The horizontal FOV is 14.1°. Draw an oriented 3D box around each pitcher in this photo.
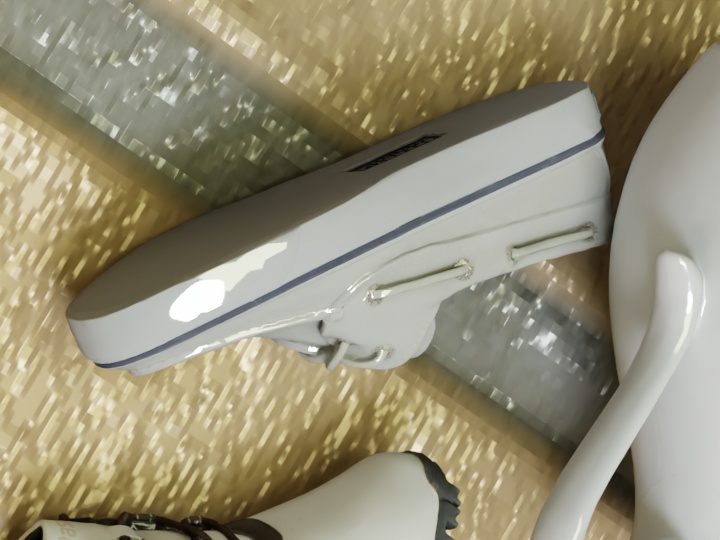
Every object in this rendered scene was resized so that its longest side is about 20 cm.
[{"bbox_3d":[0.122,0.030,0.946,0.171,0.121,0.201,-1,103,-52],"label":"pitcher"}]

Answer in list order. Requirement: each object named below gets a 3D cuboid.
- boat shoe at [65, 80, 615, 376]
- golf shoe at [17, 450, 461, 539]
[{"bbox_3d":[0.000,0.000,0.942,0.199,0.072,0.066,-26,105,-31],"label":"boat shoe"},{"bbox_3d":[-0.057,0.105,0.922,0.200,0.078,0.095,-37,113,-20],"label":"golf shoe"}]
